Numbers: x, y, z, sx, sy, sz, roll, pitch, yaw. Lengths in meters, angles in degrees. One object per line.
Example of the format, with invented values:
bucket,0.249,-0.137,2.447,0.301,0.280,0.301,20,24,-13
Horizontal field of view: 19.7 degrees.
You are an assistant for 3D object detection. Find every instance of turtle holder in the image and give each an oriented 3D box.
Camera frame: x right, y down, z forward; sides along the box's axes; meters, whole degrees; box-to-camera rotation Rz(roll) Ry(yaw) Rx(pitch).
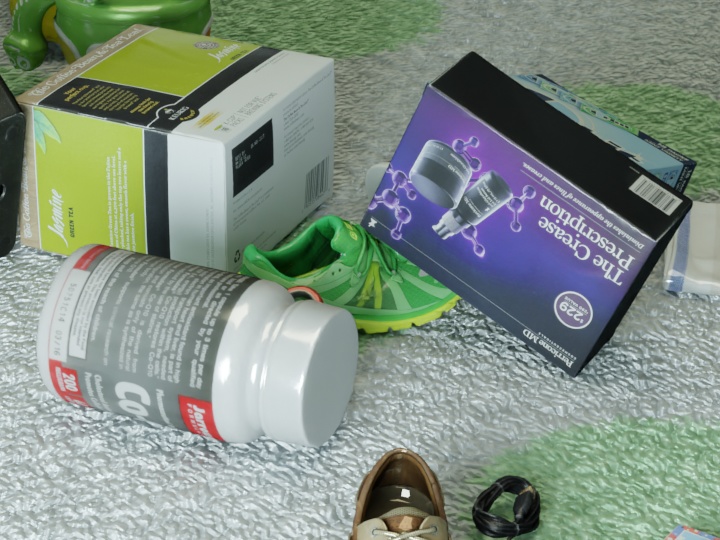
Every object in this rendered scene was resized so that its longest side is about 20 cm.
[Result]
turtle holder,-0.228,-0.222,1.938,0.185,0.132,0.141,-16,33,-28

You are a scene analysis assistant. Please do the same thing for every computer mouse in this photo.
computer mouse,0.094,0.175,1.272,0.058,0.034,0.200,20,26,-4

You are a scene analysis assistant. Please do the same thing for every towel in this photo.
towel,0.341,-0.015,1.671,0.199,0.024,0.147,5,29,9

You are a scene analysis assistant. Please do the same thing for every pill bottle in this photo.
pill bottle,-0.111,0.054,1.428,0.199,0.115,0.114,12,29,21

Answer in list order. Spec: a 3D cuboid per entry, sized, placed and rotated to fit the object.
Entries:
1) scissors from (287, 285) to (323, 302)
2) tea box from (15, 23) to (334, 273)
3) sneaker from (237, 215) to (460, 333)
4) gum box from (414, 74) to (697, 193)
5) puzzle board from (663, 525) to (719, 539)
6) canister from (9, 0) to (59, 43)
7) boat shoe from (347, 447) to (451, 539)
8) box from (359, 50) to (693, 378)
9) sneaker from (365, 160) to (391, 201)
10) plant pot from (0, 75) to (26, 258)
scissors,-0.108,0.067,1.502,0.199,0.014,0.073,-18,67,-5
tea box,-0.150,-0.098,1.699,0.196,0.134,0.200,14,30,22
sneaker,0.000,0.000,1.567,0.199,0.084,0.074,-10,29,-22
gum box,0.163,-0.105,1.722,0.169,0.045,0.200,32,23,25
puzzle board,0.244,0.218,1.228,0.199,0.017,0.151,18,32,30
canister,-0.290,-0.300,2.112,0.148,0.087,0.200,14,25,-18
boat shoe,0.021,0.177,1.240,0.075,0.072,0.200,-1,27,-4
box,0.119,-0.041,1.517,0.200,0.142,0.079,35,39,12
sneaker,0.107,-0.066,1.709,0.199,0.071,0.099,20,38,40
plant pot,-0.373,-0.087,1.625,0.177,0.201,0.199,30,38,27
